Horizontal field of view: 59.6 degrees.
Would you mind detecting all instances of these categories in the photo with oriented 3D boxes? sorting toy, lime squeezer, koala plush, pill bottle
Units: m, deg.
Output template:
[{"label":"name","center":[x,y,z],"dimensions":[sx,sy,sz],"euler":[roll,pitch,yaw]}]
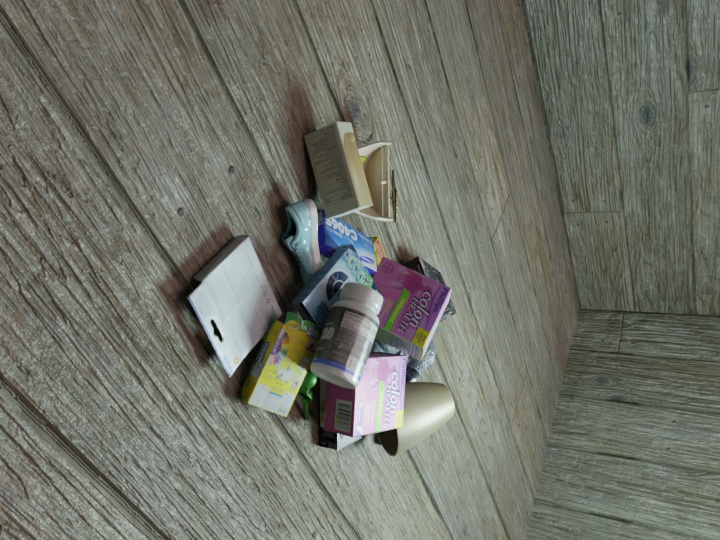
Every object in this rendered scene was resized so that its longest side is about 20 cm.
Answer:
[{"label":"sorting toy","center":[-0.007,-0.226,1.596],"dimensions":[0.178,0.105,0.206],"euler":[-7,97,-51]},{"label":"lime squeezer","center":[-0.118,0.263,1.435],"dimensions":[0.071,0.037,0.205],"euler":[-63,167,-74]},{"label":"koala plush","center":[0.089,0.196,1.710],"dimensions":[0.199,0.181,0.181],"euler":[40,58,-37]},{"label":"pill bottle","center":[-0.025,0.137,1.343],"dimensions":[0.114,0.112,0.204],"euler":[45,59,-49]}]

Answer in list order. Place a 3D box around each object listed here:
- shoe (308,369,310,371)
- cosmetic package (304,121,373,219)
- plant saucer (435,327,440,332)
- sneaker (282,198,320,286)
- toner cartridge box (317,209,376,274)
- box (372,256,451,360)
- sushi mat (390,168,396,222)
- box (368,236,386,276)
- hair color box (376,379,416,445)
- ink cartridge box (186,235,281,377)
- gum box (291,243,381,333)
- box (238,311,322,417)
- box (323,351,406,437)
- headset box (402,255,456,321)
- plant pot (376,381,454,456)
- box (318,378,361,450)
[{"label":"shoe","center":[-0.136,0.204,1.439],"dimensions":[0.198,0.053,0.071],"euler":[1,111,-55]},{"label":"cosmetic package","center":[-0.051,-0.233,1.468],"dimensions":[0.071,0.103,0.205],"euler":[-18,94,-58]},{"label":"plant saucer","center":[0.137,0.117,1.767],"dimensions":[0.028,0.199,0.200],"euler":[-52,142,-1]},{"label":"sneaker","center":[-0.141,-0.057,1.417],"dimensions":[0.080,0.074,0.205],"euler":[-11,108,-27]},{"label":"toner cartridge box","center":[-0.039,-0.063,1.532],"dimensions":[0.198,0.043,0.097],"euler":[28,47,-46]},{"label":"box","center":[0.106,0.097,1.606],"dimensions":[0.178,0.197,0.097],"euler":[-60,167,-22]},{"label":"sushi mat","center":[0.092,-0.208,1.728],"dimensions":[0.201,0.012,0.098],"euler":[-86,177,-67]},{"label":"box","center":[0.000,0.000,1.649],"dimensions":[0.201,0.049,0.076],"euler":[-56,135,-42]},{"label":"hair color box","center":[0.105,0.406,1.825],"dimensions":[0.100,0.059,0.205],"euler":[27,68,-56]},{"label":"ink cartridge box","center":[-0.253,0.069,1.243],"dimensions":[0.201,0.040,0.203],"euler":[-52,134,-44]},{"label":"gum box","center":[-0.046,0.070,1.434],"dimensions":[0.201,0.044,0.172],"euler":[-50,121,-33]},{"label":"box","center":[-0.164,0.193,1.321],"dimensions":[0.117,0.048,0.203],"euler":[31,82,-42]},{"label":"box","center":[0.014,0.292,1.513],"dimensions":[0.198,0.095,0.181],"euler":[7,86,-51]},{"label":"headset box","center":[0.201,0.058,1.905],"dimensions":[0.199,0.076,0.151],"euler":[32,35,-55]},{"label":"plant pot","center":[0.149,0.379,1.700],"dimensions":[0.195,0.187,0.192],"euler":[-12,104,-19]},{"label":"box","center":[-0.050,0.328,1.568],"dimensions":[0.116,0.059,0.206],"euler":[-6,97,-58]}]
